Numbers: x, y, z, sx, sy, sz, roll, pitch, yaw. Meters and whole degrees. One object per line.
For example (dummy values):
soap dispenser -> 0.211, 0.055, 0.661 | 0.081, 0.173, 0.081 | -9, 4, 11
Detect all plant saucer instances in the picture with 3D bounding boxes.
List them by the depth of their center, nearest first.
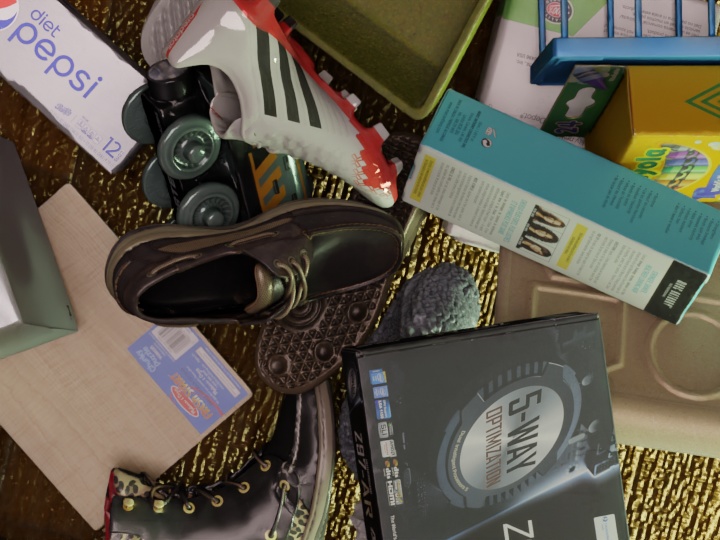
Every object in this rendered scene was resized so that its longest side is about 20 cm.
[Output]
plant saucer -> 0.030, -0.228, 1.621 | 0.200, 0.048, 0.200 | 39, 111, 31

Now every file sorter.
file sorter -> 0.215, -0.187, 1.627 | 0.200, 0.139, 0.123 | 0, 88, -2

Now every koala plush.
koala plush -> 0.069, 0.139, 1.684 | 0.177, 0.200, 0.184 | 26, 124, -23

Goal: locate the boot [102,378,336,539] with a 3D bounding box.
boot -> -0.100, 0.155, 1.761 | 0.151, 0.073, 0.200 | 7, 102, -10

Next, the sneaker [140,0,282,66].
sneaker -> -0.065, -0.207, 1.736 | 0.200, 0.079, 0.078 | -39, 102, 9

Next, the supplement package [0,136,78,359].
supplement package -> -0.320, 0.004, 1.679 | 0.200, 0.191, 0.147 | -20, 86, 3

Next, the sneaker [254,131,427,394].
sneaker -> 0.000, 0.000, 1.747 | 0.070, 0.076, 0.200 | 32, 90, 13

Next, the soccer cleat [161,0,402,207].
soccer cleat -> -0.049, -0.101, 1.635 | 0.085, 0.069, 0.200 | -42, 124, -3

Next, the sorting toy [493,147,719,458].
sorting toy -> 0.180, 0.021, 1.666 | 0.185, 0.036, 0.200 | 9, 66, -4

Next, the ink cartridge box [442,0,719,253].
ink cartridge box -> 0.150, -0.103, 1.741 | 0.145, 0.084, 0.200 | 15, 95, -3

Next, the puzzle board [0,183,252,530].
puzzle board -> -0.196, 0.061, 1.786 | 0.151, 0.017, 0.200 | -41, 95, 2

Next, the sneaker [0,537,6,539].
sneaker -> -0.224, 0.256, 1.774 | 0.200, 0.077, 0.085 | 32, 99, -3

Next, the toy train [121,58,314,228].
toy train -> -0.086, -0.066, 1.714 | 0.114, 0.085, 0.200 | -26, 126, -17

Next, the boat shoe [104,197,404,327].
boat shoe -> -0.065, 0.006, 1.656 | 0.200, 0.073, 0.075 | -10, 121, -9

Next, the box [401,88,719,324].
box -> 0.131, -0.040, 1.621 | 0.200, 0.082, 0.049 | 25, 65, 2

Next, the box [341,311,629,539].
box -> 0.081, 0.135, 1.577 | 0.160, 0.044, 0.200 | -8, 92, -13

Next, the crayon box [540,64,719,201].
crayon box -> 0.224, -0.087, 1.629 | 0.200, 0.126, 0.052 | 0, 72, -8

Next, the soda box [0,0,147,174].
soda box -> -0.221, -0.157, 1.743 | 0.200, 0.063, 0.068 | 41, 93, -4
